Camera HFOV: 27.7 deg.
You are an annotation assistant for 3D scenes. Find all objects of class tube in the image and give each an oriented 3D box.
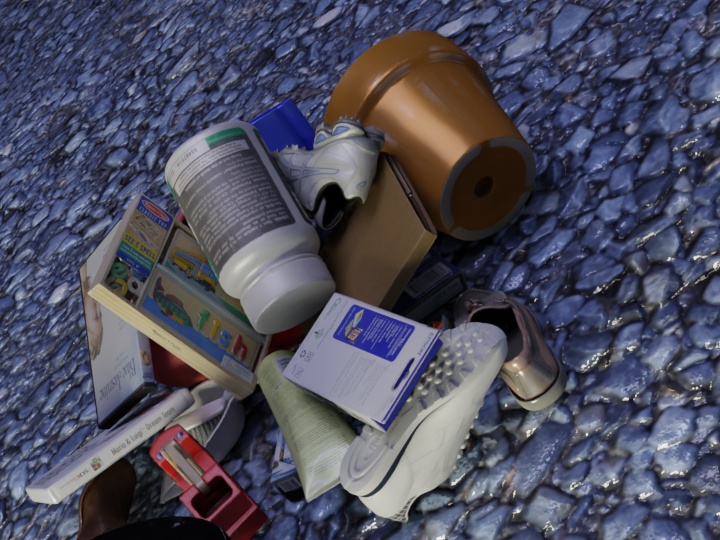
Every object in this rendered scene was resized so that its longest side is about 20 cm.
[{"bbox_3d":[-0.050,0.149,1.419,0.058,0.052,0.200,-66,30,17],"label":"tube"}]

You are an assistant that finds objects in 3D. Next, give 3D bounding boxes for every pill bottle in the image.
[{"bbox_3d":[-0.112,-0.044,1.499,0.113,0.113,0.201,-34,68,10],"label":"pill bottle"}]

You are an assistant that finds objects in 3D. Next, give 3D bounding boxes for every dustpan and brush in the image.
[{"bbox_3d":[-0.153,0.152,1.592,0.199,0.057,0.140,-30,32,19],"label":"dustpan and brush"}]

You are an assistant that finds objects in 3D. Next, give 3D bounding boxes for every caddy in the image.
[{"bbox_3d":[-0.139,-0.137,1.915,0.199,0.105,0.141,-28,10,22],"label":"caddy"}]

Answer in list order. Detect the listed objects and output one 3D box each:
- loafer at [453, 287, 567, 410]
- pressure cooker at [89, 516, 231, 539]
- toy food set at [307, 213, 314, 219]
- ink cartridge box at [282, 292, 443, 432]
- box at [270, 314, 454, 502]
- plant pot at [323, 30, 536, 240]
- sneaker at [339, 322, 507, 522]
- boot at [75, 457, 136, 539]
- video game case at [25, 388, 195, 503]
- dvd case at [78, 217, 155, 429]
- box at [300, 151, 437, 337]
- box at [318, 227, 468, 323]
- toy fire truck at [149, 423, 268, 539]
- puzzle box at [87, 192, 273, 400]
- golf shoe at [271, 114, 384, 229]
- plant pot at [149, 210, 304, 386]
[{"bbox_3d":[0.133,0.058,1.387,0.072,0.063,0.200,-40,30,2],"label":"loafer"},{"bbox_3d":[-0.171,0.334,1.256,0.177,0.202,0.176,-10,16,9],"label":"pressure cooker"},{"bbox_3d":[-0.044,-0.106,1.740,0.143,0.061,0.199,-9,13,42],"label":"toy food set"},{"bbox_3d":[0.008,0.085,1.337,0.100,0.039,0.200,-56,28,-9],"label":"ink cartridge box"},{"bbox_3d":[0.006,0.137,1.452,0.199,0.040,0.138,-25,35,26],"label":"box"},{"bbox_3d":[0.087,-0.131,1.579,0.200,0.200,0.183,-42,45,-3],"label":"plant pot"},{"bbox_3d":[0.069,0.135,1.318,0.200,0.080,0.076,-49,29,4],"label":"sneaker"},{"bbox_3d":[-0.218,0.268,1.519,0.199,0.064,0.187,-13,44,37],"label":"boot"},{"bbox_3d":[-0.279,0.194,1.610,0.181,0.024,0.200,-36,5,-20],"label":"video game case"},{"bbox_3d":[-0.276,0.061,1.637,0.143,0.017,0.202,-39,56,50],"label":"dvd case"},{"bbox_3d":[0.000,0.000,1.482,0.201,0.021,0.164,-58,30,21],"label":"box"},{"bbox_3d":[0.015,0.004,1.581,0.121,0.033,0.200,-35,38,-11],"label":"box"},{"bbox_3d":[-0.158,0.206,1.438,0.049,0.141,0.200,-44,48,-8],"label":"toy fire truck"},{"bbox_3d":[-0.174,0.027,1.503,0.025,0.199,0.134,-34,29,40],"label":"puzzle box"},{"bbox_3d":[-0.050,-0.085,1.535,0.200,0.078,0.098,-30,51,55],"label":"golf shoe"},{"bbox_3d":[-0.174,0.034,1.653,0.177,0.200,0.201,-35,27,41],"label":"plant pot"}]
